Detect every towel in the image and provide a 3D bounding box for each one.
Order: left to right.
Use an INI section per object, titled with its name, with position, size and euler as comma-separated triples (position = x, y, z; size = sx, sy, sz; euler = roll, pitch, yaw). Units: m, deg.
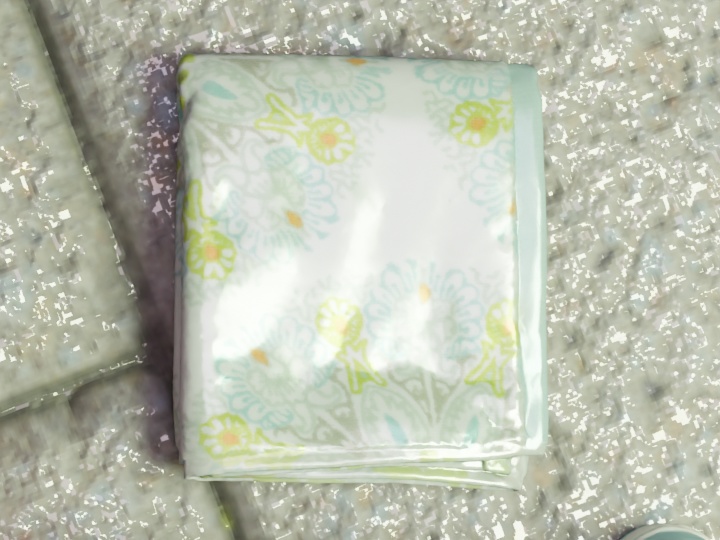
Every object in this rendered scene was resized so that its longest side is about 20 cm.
[towel]
position = 0.000, 0.000, 1.007
size = 0.170, 0.048, 0.201
euler = 1, 82, -11

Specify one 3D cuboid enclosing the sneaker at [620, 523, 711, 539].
[sneaker]
position = 0.119, 0.203, 0.960
size = 0.079, 0.131, 0.201
euler = 25, 80, -8
